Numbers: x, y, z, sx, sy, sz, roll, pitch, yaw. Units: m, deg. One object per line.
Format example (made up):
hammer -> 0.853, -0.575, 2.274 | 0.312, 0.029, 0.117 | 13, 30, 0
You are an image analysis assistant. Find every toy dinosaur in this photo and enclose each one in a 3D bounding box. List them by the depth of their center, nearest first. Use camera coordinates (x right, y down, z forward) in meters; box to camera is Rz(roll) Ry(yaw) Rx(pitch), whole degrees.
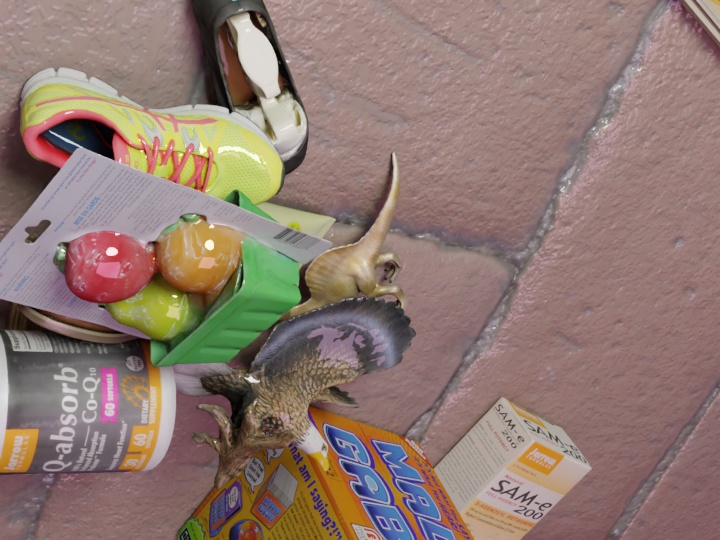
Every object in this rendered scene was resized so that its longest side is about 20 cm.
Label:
toy dinosaur -> 0.000, 0.000, 1.069 | 0.101, 0.058, 0.200 | 30, 108, -40

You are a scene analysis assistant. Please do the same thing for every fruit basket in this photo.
fruit basket -> -0.150, -0.010, 0.850 | 0.199, 0.094, 0.185 | 23, 137, -28

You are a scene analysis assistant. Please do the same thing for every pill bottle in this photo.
pill bottle -> -0.258, 0.106, 0.956 | 0.199, 0.117, 0.117 | 3, 125, -30

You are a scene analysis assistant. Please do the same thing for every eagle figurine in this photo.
eagle figurine -> -0.060, 0.105, 1.046 | 0.200, 0.151, 0.152 | -48, 138, -45

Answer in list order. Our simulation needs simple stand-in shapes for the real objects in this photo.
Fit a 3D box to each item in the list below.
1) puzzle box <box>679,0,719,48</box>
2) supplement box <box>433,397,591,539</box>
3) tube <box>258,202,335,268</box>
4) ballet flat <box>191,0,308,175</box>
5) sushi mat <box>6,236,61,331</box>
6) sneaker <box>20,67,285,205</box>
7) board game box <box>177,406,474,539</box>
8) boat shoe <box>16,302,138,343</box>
puzzle box -> 0.339, -0.275, 1.048 | 0.133, 0.025, 0.199 | -47, 133, 14
supplement box -> 0.145, 0.252, 1.345 | 0.126, 0.074, 0.200 | 28, 110, -42
tube -> -0.112, -0.038, 0.984 | 0.058, 0.052, 0.199 | -9, 161, 44
ballet flat -> -0.079, -0.134, 0.906 | 0.068, 0.069, 0.201 | -28, 135, -7
sushi mat -> -0.252, 0.056, 1.008 | 0.095, 0.012, 0.201 | 0, 126, -29
sneaker -> -0.152, -0.079, 0.854 | 0.198, 0.090, 0.079 | 13, 116, -10
board game box -> -0.026, 0.288, 1.192 | 0.199, 0.200, 0.200 | 24, 113, -40
boat shoe -> -0.180, 0.015, 0.964 | 0.199, 0.072, 0.068 | 6, 119, -47
